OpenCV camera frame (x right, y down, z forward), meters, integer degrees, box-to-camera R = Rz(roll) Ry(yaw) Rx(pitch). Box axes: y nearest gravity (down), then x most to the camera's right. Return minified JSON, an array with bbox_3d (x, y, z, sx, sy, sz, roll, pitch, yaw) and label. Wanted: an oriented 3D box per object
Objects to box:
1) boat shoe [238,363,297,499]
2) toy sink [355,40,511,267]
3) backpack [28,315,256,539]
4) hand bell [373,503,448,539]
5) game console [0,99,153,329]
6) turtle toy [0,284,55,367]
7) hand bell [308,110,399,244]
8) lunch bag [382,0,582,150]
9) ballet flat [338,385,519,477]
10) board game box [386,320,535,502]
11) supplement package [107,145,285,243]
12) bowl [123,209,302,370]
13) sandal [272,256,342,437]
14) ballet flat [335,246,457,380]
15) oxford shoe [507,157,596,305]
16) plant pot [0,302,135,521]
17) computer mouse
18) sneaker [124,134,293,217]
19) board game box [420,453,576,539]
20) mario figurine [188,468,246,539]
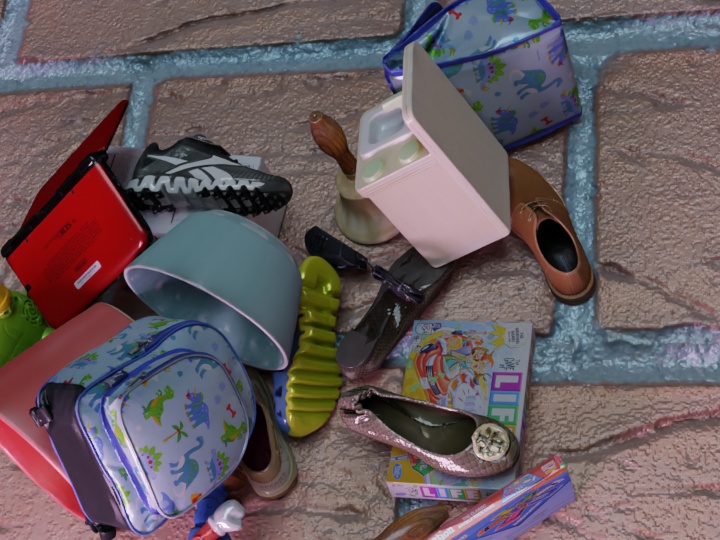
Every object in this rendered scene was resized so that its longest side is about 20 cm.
[{"bbox_3d":[-0.131,0.154,1.577,0.074,0.066,0.201,-33,60,-3],"label":"boat shoe"},{"bbox_3d":[0.066,-0.123,1.561,0.111,0.200,0.131,-24,40,26],"label":"toy sink"},{"bbox_3d":[-0.198,0.148,1.449,0.146,0.184,0.200,-1,29,43],"label":"backpack"},{"bbox_3d":[0.003,0.293,1.465,0.199,0.104,0.104,-27,59,-13],"label":"hand bell"},{"bbox_3d":[-0.303,-0.062,1.617,0.200,0.118,0.173,-39,83,35],"label":"game console"},{"bbox_3d":[-0.437,0.106,1.654,0.101,0.146,0.201,11,64,43],"label":"turtle toy"},{"bbox_3d":[-0.015,-0.122,1.605,0.103,0.200,0.105,-10,60,17],"label":"hand bell"},{"bbox_3d":[0.135,-0.221,1.636,0.199,0.170,0.128,-26,51,1],"label":"lunch bag"},{"bbox_3d":[0.066,0.158,1.460,0.199,0.047,0.068,16,59,25],"label":"ballet flat"},{"bbox_3d":[0.109,0.146,1.519,0.133,0.034,0.201,1,55,15],"label":"board game box"},{"bbox_3d":[-0.203,-0.066,1.684,0.198,0.110,0.115,6,65,18],"label":"supplement package"},{"bbox_3d":[-0.140,0.010,1.531,0.200,0.201,0.106,22,69,24],"label":"bowl"},{"bbox_3d":[-0.071,0.089,1.600,0.087,0.079,0.202,-16,60,40],"label":"sandal"},{"bbox_3d":[0.044,0.045,1.605,0.067,0.046,0.200,21,64,38],"label":"ballet flat"},{"bbox_3d":[0.201,-0.060,1.598,0.071,0.071,0.201,-30,58,0],"label":"oxford shoe"},{"bbox_3d":[-0.299,0.146,1.569,0.200,0.201,0.177,32,65,26],"label":"plant pot"},{"bbox_3d":[0.000,0.000,1.605,0.200,0.058,0.034,32,90,48],"label":"computer mouse"},{"bbox_3d":[-0.167,-0.111,1.595,0.198,0.067,0.091,2,66,19],"label":"sneaker"},{"bbox_3d":[0.123,0.259,1.436,0.199,0.103,0.020,-32,61,-3],"label":"board game box"},{"bbox_3d":[-0.142,0.307,1.473,0.105,0.124,0.201,-16,44,26],"label":"mario figurine"}]
